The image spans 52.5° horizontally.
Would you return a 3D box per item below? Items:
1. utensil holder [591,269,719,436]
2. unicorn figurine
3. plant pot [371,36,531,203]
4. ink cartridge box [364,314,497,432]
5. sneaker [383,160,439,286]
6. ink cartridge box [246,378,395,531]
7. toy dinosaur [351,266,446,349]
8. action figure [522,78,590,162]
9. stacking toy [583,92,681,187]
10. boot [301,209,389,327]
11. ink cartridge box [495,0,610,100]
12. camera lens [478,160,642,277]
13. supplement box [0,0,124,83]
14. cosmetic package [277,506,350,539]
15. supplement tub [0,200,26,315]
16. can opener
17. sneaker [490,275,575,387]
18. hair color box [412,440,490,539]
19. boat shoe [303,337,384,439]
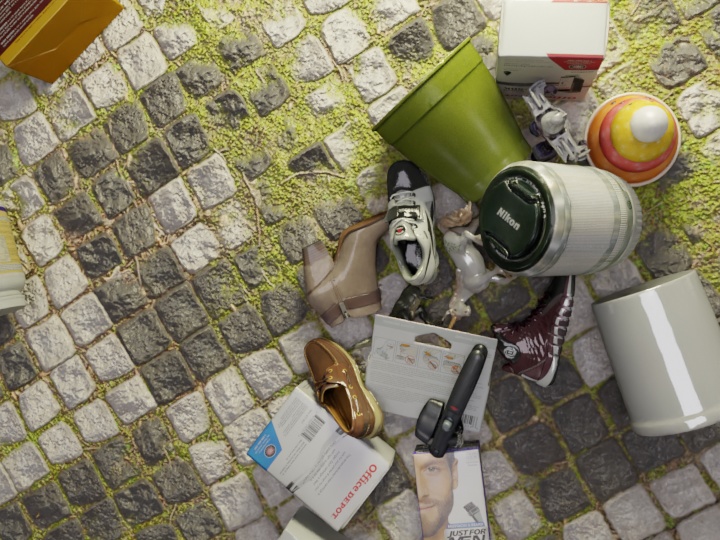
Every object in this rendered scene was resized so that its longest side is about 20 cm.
[{"bbox_3d":[0.449,0.119,1.077,0.169,0.170,0.201,-21,85,10],"label":"utensil holder"},{"bbox_3d":[0.177,-0.003,1.153,0.137,0.074,0.201,-16,88,44],"label":"unicorn figurine"},{"bbox_3d":[0.153,-0.213,1.120,0.200,0.200,0.193,-42,97,8],"label":"plant pot"},{"bbox_3d":[0.109,0.158,1.170,0.199,0.044,0.175,11,113,9],"label":"ink cartridge box"},{"bbox_3d":[0.077,-0.075,1.128,0.074,0.088,0.201,-13,89,20],"label":"sneaker"},{"bbox_3d":[-0.063,0.303,1.211,0.200,0.084,0.146,39,97,6],"label":"ink cartridge box"},{"bbox_3d":[0.081,0.080,1.203,0.088,0.047,0.200,42,101,10],"label":"toy dinosaur"},{"bbox_3d":[0.283,-0.214,1.078,0.069,0.200,0.131,-22,89,8],"label":"action figure"},{"bbox_3d":[0.409,-0.201,1.056,0.145,0.200,0.147,0,92,9],"label":"stacking toy"},{"bbox_3d":[0.000,0.000,1.208,0.199,0.070,0.147,-24,96,5],"label":"boot"},{"bbox_3d":[0.274,-0.318,1.073,0.146,0.200,0.084,4,87,10],"label":"ink cartridge box"},{"bbox_3d":[0.284,-0.073,1.049,0.199,0.160,0.161,-2,92,-33],"label":"camera lens"},{"bbox_3d":[-0.563,-0.475,1.252,0.197,0.133,0.200,-42,85,8],"label":"supplement box"},{"bbox_3d":[-0.050,0.491,1.201,0.199,0.113,0.081,32,96,9],"label":"cosmetic package"},{"bbox_3d":[-0.676,-0.017,1.278,0.145,0.145,0.201,-17,88,10],"label":"supplement tub"},{"bbox_3d":[0.146,0.203,1.121,0.078,0.063,0.201,24,116,4],"label":"can opener"},{"bbox_3d":[0.268,0.077,1.154,0.115,0.076,0.201,13,94,12],"label":"sneaker"},{"bbox_3d":[0.151,0.386,1.187,0.109,0.065,0.201,-7,89,11],"label":"hair color box"},{"bbox_3d":[-0.039,0.185,1.179,0.072,0.067,0.200,-53,54,24],"label":"boat shoe"}]
